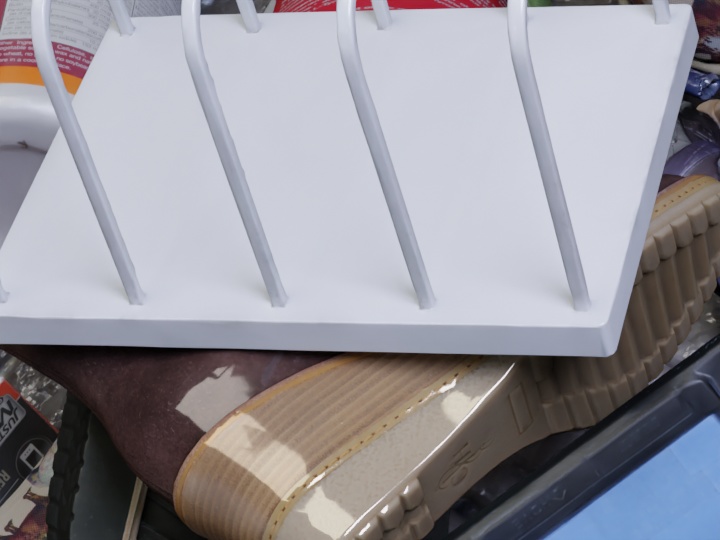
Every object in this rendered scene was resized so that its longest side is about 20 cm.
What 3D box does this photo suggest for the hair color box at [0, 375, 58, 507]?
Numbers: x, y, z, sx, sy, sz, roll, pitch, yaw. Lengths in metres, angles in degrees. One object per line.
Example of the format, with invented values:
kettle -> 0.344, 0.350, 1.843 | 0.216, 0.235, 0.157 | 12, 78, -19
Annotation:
hair color box -> -0.213, 0.075, 1.131 | 0.200, 0.061, 0.102 | 18, 64, 49

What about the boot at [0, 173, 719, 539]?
boot -> 0.000, 0.000, 0.849 | 0.200, 0.072, 0.166 | -37, 52, -24

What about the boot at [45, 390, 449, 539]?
boot -> -0.040, 0.132, 0.913 | 0.077, 0.138, 0.200 | -136, 55, -71

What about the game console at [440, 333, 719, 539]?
game console -> 0.101, 0.137, 0.747 | 0.200, 0.176, 0.116 | -37, 8, 5

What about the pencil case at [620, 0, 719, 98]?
pencil case -> 0.174, -0.128, 0.907 | 0.200, 0.078, 0.089 | -27, 65, -30

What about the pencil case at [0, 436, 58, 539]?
pencil case -> -0.085, 0.081, 0.994 | 0.089, 0.078, 0.200 | 28, 72, 34

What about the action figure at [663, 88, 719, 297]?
action figure -> 0.123, -0.024, 0.928 | 0.130, 0.069, 0.200 | -52, 33, 1

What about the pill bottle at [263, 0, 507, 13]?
pill bottle -> 0.010, -0.057, 0.994 | 0.112, 0.112, 0.200 | -30, 17, 14

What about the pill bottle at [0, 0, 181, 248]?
pill bottle -> -0.134, -0.101, 1.200 | 0.109, 0.110, 0.200 | -21, 41, 25

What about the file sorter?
file sorter -> -0.020, -0.068, 0.795 | 0.200, 0.125, 0.139 | 0, 45, 21

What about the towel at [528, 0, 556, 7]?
towel -> 0.037, -0.183, 1.057 | 0.023, 0.200, 0.153 | -20, 37, 2
